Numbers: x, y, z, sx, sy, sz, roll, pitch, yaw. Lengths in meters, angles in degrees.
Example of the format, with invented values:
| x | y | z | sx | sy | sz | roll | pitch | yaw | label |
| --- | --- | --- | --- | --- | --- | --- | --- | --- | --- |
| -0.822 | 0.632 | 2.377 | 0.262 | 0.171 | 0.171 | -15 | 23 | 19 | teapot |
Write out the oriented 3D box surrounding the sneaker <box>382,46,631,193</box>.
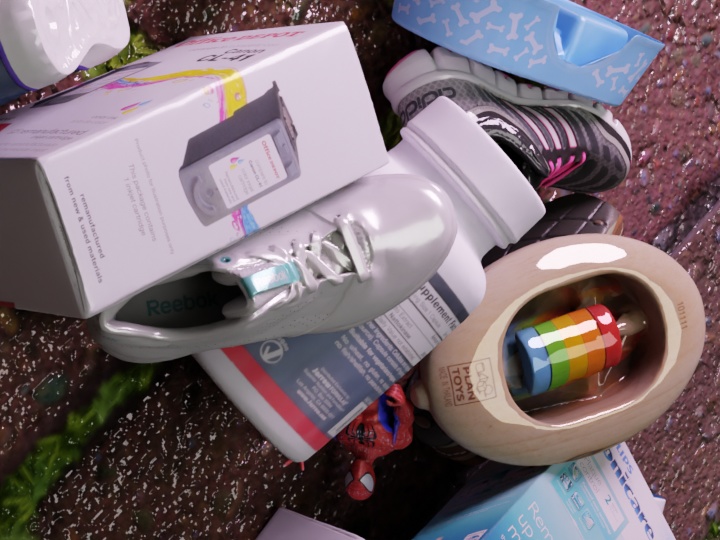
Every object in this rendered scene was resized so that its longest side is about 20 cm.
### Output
| x | y | z | sx | sy | sz | roll | pitch | yaw | label |
| --- | --- | --- | --- | --- | --- | --- | --- | --- | --- |
| 0.098 | -0.070 | 1.235 | 0.200 | 0.074 | 0.088 | 17 | 53 | -41 | sneaker |

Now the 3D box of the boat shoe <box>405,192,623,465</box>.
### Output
| x | y | z | sx | sy | sz | roll | pitch | yaw | label |
| --- | --- | --- | --- | --- | --- | --- | --- | --- | --- |
| 0.105 | 0.041 | 1.301 | 0.200 | 0.076 | 0.074 | -52 | 136 | -10 | boat shoe |

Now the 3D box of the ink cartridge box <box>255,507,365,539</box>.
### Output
| x | y | z | sx | sy | sz | roll | pitch | yaw | label |
| --- | --- | --- | --- | --- | --- | --- | --- | --- | --- |
| -0.046 | 0.269 | 1.202 | 0.200 | 0.084 | 0.146 | -52 | 130 | -21 | ink cartridge box |

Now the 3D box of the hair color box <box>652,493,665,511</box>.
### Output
| x | y | z | sx | sy | sz | roll | pitch | yaw | label |
| --- | --- | --- | --- | --- | --- | --- | --- | --- | --- |
| 0.138 | 0.243 | 1.385 | 0.100 | 0.060 | 0.200 | 16 | 89 | -44 | hair color box |

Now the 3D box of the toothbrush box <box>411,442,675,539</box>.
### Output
| x | y | z | sx | sy | sz | roll | pitch | yaw | label |
| --- | --- | --- | --- | --- | --- | --- | --- | --- | --- |
| 0.116 | 0.197 | 1.228 | 0.200 | 0.085 | 0.147 | -36 | 100 | -55 | toothbrush box |

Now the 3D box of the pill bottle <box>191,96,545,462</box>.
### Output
| x | y | z | sx | sy | sz | roll | pitch | yaw | label |
| --- | --- | --- | --- | --- | --- | --- | --- | --- | --- |
| 0.000 | 0.000 | 1.110 | 0.200 | 0.120 | 0.120 | -42 | 129 | -2 | pill bottle |

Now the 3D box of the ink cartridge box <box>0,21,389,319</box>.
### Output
| x | y | z | sx | sy | sz | roll | pitch | yaw | label |
| --- | --- | --- | --- | --- | --- | --- | --- | --- | --- |
| -0.111 | -0.055 | 1.010 | 0.200 | 0.147 | 0.086 | -30 | 111 | -35 | ink cartridge box |

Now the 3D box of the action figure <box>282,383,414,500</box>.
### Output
| x | y | z | sx | sy | sz | roll | pitch | yaw | label |
| --- | --- | --- | --- | --- | --- | --- | --- | --- | --- |
| 0.001 | 0.048 | 1.188 | 0.099 | 0.065 | 0.200 | -38 | 133 | -72 | action figure |

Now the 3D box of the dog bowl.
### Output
| x | y | z | sx | sy | sz | roll | pitch | yaw | label |
| --- | --- | --- | --- | --- | --- | --- | --- | --- | --- |
| 0.100 | -0.149 | 1.219 | 0.200 | 0.111 | 0.050 | 11 | 106 | -44 | dog bowl |

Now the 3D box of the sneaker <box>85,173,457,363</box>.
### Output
| x | y | z | sx | sy | sz | roll | pitch | yaw | label |
| --- | --- | --- | --- | --- | --- | --- | --- | --- | --- |
| -0.042 | 0.004 | 1.005 | 0.200 | 0.088 | 0.075 | -20 | 90 | -5 | sneaker |

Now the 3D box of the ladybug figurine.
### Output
| x | y | z | sx | sy | sz | roll | pitch | yaw | label |
| --- | --- | --- | --- | --- | --- | --- | --- | --- | --- |
| 0.116 | 0.047 | 1.213 | 0.200 | 0.072 | 0.136 | -13 | 98 | -22 | ladybug figurine |

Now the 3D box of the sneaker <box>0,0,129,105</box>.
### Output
| x | y | z | sx | sy | sz | roll | pitch | yaw | label |
| --- | --- | --- | --- | --- | --- | --- | --- | --- | --- |
| -0.202 | -0.115 | 0.966 | 0.200 | 0.146 | 0.081 | -76 | 149 | -72 | sneaker |
